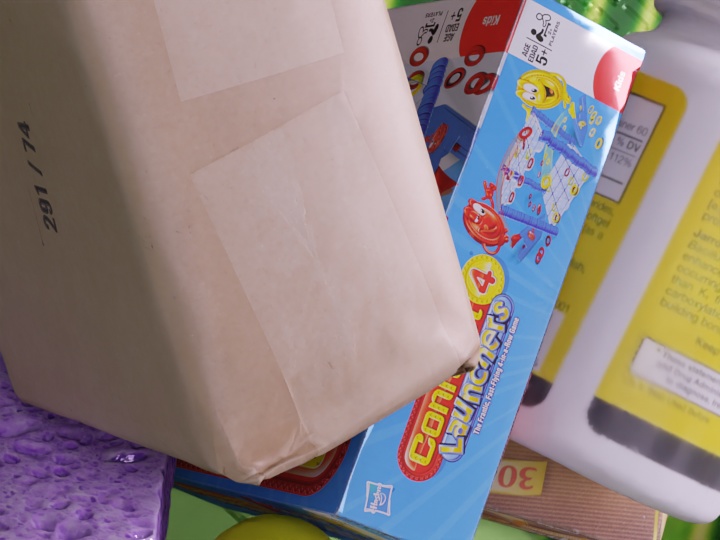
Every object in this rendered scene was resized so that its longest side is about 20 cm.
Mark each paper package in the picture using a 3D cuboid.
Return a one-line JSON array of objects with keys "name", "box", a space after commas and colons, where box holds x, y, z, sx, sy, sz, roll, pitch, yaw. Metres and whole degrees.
[{"name": "paper package", "box": [-0.069, -0.050, 0.754, 0.103, 0.190, 0.201, -23, 105, -26]}]

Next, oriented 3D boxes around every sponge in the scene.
[{"name": "sponge", "box": [-0.122, 0.082, 0.801, 0.111, 0.200, 0.030, 0, 118, 0]}]

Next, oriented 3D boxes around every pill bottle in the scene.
[{"name": "pill bottle", "box": [0.123, -0.018, 0.854, 0.114, 0.114, 0.200, 26, 92, -6]}]

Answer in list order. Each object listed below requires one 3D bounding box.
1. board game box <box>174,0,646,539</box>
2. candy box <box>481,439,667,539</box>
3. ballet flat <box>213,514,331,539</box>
[{"name": "board game box", "box": [0.000, 0.000, 0.871, 0.056, 0.200, 0.196, 25, 79, -27]}, {"name": "candy box", "box": [0.091, 0.009, 0.950, 0.115, 0.055, 0.201, 15, 80, 7]}, {"name": "ballet flat", "box": [-0.039, 0.142, 0.726, 0.067, 0.067, 0.200, 16, 46, 4]}]
